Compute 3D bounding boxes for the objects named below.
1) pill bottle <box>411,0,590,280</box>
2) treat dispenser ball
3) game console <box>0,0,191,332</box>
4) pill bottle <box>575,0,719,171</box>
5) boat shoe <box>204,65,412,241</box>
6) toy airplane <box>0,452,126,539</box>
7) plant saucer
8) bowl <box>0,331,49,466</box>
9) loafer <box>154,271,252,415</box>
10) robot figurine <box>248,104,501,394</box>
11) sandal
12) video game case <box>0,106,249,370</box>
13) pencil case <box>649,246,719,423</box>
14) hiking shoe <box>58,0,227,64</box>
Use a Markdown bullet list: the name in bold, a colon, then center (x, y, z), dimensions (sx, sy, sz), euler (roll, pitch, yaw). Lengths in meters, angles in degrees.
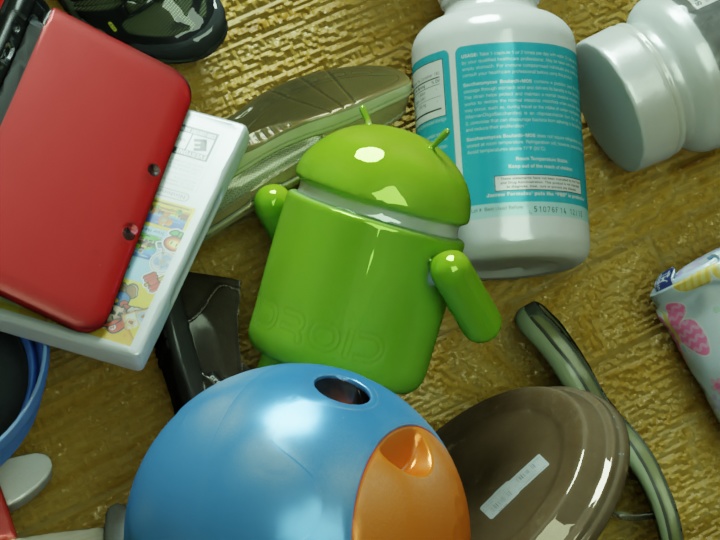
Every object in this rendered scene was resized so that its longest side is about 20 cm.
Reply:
- **pill bottle**: center (0.091, -0.099, 1.523), dimensions (0.110, 0.111, 0.201), euler (-1, 81, -12)
- **treat dispenser ball**: center (-0.036, 0.154, 1.326), dimensions (0.200, 0.201, 0.202), euler (2, 80, -11)
- **game console**: center (-0.227, -0.062, 1.432), dimensions (0.119, 0.172, 0.200), euler (48, 48, -38)
- **pill bottle**: center (0.250, -0.149, 1.563), dimensions (0.200, 0.114, 0.114), euler (-26, 86, -15)
- **boat shoe**: center (-0.054, -0.074, 1.516), dimensions (0.200, 0.073, 0.063), euler (-28, 121, -17)
- **toy airplane**: center (-0.216, 0.195, 1.392), dimensions (0.199, 0.141, 0.200), euler (34, 76, -3)
- **plant saucer**: center (0.077, 0.144, 1.435), dimensions (0.200, 0.200, 0.029), euler (-49, 117, -15)
- **bowl**: center (-0.287, 0.063, 1.408), dimensions (0.200, 0.039, 0.201), euler (0, 51, 0)
- **loafer**: center (-0.081, 0.091, 1.472), dimensions (0.071, 0.073, 0.201), euler (-12, 84, -14)
- **robot figurine**: center (0.000, 0.000, 1.439), dimensions (0.116, 0.175, 0.201), euler (10, 98, -50)
- **sandal**: center (0.153, 0.115, 1.524), dimensions (0.057, 0.080, 0.201), euler (-34, 82, 2)
- **video game case**: center (-0.193, -0.041, 1.441), dimensions (0.199, 0.023, 0.182), euler (16, 59, 12)
- **pencil case**: center (0.276, 0.074, 1.541), dimensions (0.083, 0.091, 0.200), euler (-27, 88, -36)
- **hiking shoe**: center (-0.172, -0.205, 1.492), dimensions (0.200, 0.101, 0.076), euler (33, 76, -4)
